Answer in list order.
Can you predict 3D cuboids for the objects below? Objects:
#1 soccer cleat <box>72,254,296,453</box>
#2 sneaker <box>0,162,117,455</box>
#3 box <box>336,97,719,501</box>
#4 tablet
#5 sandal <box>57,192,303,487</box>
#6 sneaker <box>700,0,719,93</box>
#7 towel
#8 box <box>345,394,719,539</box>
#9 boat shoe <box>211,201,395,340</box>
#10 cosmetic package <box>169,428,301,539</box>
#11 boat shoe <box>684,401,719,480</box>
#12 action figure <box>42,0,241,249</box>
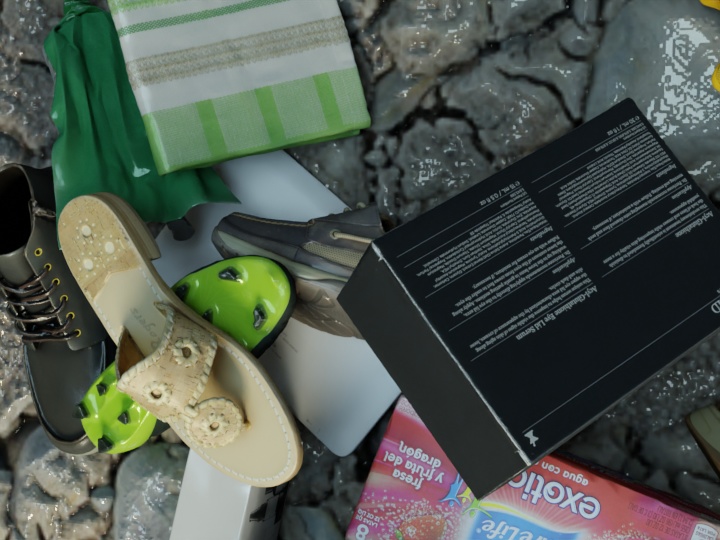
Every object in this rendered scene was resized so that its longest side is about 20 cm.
[{"bbox_3d":[-0.105,0.049,0.837,0.200,0.081,0.068,-39,80,31],"label":"soccer cleat"},{"bbox_3d":[-0.214,0.028,0.875,0.075,0.106,0.200,-5,88,17],"label":"sneaker"},{"bbox_3d":[0.110,0.012,0.732,0.200,0.079,0.141,-29,75,-27],"label":"box"},{"bbox_3d":[-0.043,0.012,0.871,0.200,0.014,0.130,42,101,13],"label":"tablet"},{"bbox_3d":[-0.124,0.048,0.758,0.078,0.070,0.212,-42,78,29],"label":"sandal"},{"bbox_3d":[0.251,-0.101,0.754,0.082,0.078,0.200,-21,74,20],"label":"sneaker"},{"bbox_3d":[-0.087,-0.170,0.849,0.149,0.031,0.200,-14,86,-15],"label":"towel"},{"bbox_3d":[0.106,0.152,0.773,0.200,0.100,0.096,21,89,16],"label":"box"},{"bbox_3d":[0.000,0.000,0.822,0.200,0.075,0.073,22,67,24],"label":"boat shoe"},{"bbox_3d":[-0.092,0.198,0.848,0.051,0.083,0.200,14,94,17],"label":"cosmetic package"},{"bbox_3d":[0.245,0.122,0.700,0.072,0.200,0.072,-32,115,5],"label":"boat shoe"},{"bbox_3d":[-0.166,-0.108,0.877,0.118,0.055,0.200,-13,65,-18],"label":"action figure"}]
